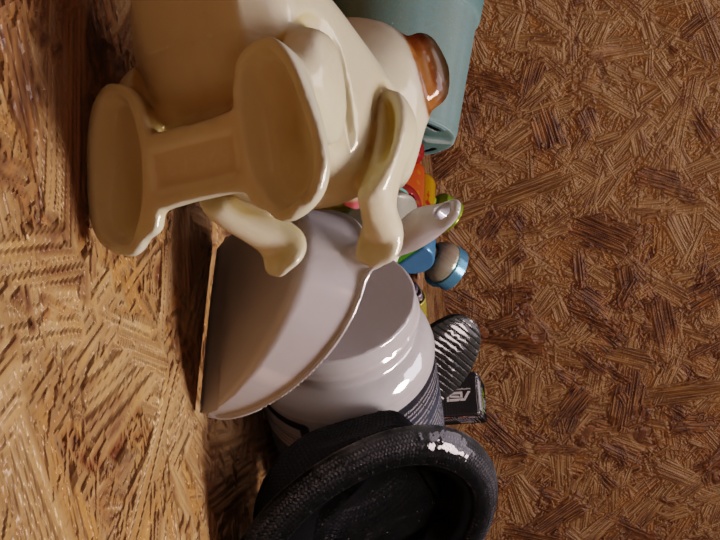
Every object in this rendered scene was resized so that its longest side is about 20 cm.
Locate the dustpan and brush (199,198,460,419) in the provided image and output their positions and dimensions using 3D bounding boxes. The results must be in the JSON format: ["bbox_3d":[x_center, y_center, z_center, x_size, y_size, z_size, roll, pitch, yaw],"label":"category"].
[{"bbox_3d":[-0.020,0.001,0.719,0.200,0.057,0.141,-38,-140,44],"label":"dustpan and brush"}]

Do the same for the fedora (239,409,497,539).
[{"bbox_3d":[-0.008,0.163,0.819,0.092,0.199,0.202,-126,-160,-49],"label":"fedora"}]

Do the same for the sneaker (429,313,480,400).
[{"bbox_3d":[0.029,0.108,1.147,0.074,0.200,0.089,41,6,-27],"label":"sneaker"}]

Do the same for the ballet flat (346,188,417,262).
[{"bbox_3d":[0.000,0.000,1.033,0.200,0.067,0.064,131,-43,-56],"label":"ballet flat"}]

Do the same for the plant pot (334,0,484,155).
[{"bbox_3d":[0.046,-0.248,1.368,0.200,0.198,0.198,58,36,-74],"label":"plant pot"}]

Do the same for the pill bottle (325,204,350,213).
[{"bbox_3d":[-0.029,-0.112,0.964,0.200,0.113,0.116,38,48,-80],"label":"pill bottle"}]

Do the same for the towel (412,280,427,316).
[{"bbox_3d":[0.000,0.059,1.025,0.023,0.143,0.201,-49,148,-34],"label":"towel"}]

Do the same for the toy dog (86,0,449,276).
[{"bbox_3d":[-0.038,-0.089,0.629,0.199,0.139,0.196,0,72,-59],"label":"toy dog"}]

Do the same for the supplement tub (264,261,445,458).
[{"bbox_3d":[-0.006,0.098,0.925,0.141,0.139,0.201,-85,169,-49],"label":"supplement tub"}]

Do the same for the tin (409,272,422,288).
[{"bbox_3d":[0.006,-0.010,1.178,0.042,0.111,0.201,78,10,-50],"label":"tin"}]

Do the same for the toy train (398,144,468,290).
[{"bbox_3d":[0.053,-0.081,1.146,0.115,0.084,0.201,34,42,-28],"label":"toy train"}]

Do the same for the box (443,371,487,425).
[{"bbox_3d":[0.054,0.145,1.288,0.200,0.158,0.045,52,33,-78],"label":"box"}]
